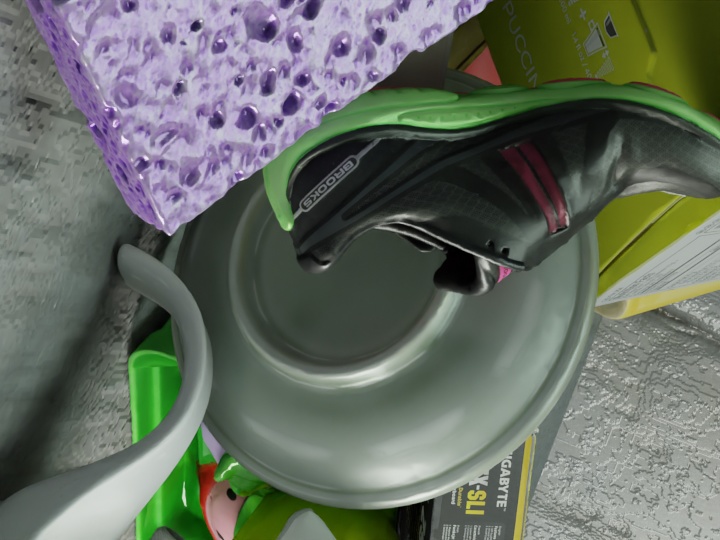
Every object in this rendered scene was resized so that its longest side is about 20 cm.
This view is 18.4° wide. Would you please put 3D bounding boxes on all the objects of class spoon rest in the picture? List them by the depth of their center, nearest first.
[{"bbox_3d":[-0.114,0.089,0.924,0.099,0.061,0.200,77,35,-70],"label":"spoon rest"}]

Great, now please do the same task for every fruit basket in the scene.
[{"bbox_3d":[-0.041,0.120,1.068,0.216,0.155,0.216,15,90,-83],"label":"fruit basket"}]

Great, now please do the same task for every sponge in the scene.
[{"bbox_3d":[-0.017,-0.110,0.794,0.200,0.030,0.112,-37,135,-18],"label":"sponge"}]

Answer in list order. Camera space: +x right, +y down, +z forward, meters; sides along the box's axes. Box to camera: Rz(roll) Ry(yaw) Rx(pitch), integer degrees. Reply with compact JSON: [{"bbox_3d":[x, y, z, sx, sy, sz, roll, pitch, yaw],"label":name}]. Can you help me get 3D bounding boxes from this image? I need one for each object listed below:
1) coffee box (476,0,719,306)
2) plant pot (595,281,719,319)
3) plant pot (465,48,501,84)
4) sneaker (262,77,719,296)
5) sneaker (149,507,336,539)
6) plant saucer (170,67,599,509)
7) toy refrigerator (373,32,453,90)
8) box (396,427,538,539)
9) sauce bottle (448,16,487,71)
[{"bbox_3d":[0.192,-0.123,1.022,0.198,0.200,0.200,-12,164,-29],"label":"coffee box"},{"bbox_3d":[0.192,-0.070,1.241,0.189,0.201,0.201,-28,156,-13],"label":"plant pot"},{"bbox_3d":[0.146,-0.136,1.410,0.200,0.200,0.177,-53,151,-52],"label":"plant pot"},{"bbox_3d":[0.058,-0.032,0.893,0.077,0.200,0.084,170,-84,-77],"label":"sneaker"},{"bbox_3d":[-0.094,0.163,0.976,0.074,0.200,0.089,56,15,-72],"label":"sneaker"},{"bbox_3d":[0.000,0.000,0.952,0.050,0.200,0.200,33,78,-62],"label":"plant saucer"},{"bbox_3d":[0.001,-0.155,0.892,0.076,0.070,0.200,-119,-148,-50],"label":"toy refrigerator"},{"bbox_3d":[0.045,0.129,1.087,0.160,0.049,0.200,-102,-164,-67],"label":"box"},{"bbox_3d":[0.036,-0.127,1.116,0.200,0.066,0.066,-46,157,-33],"label":"sauce bottle"}]
